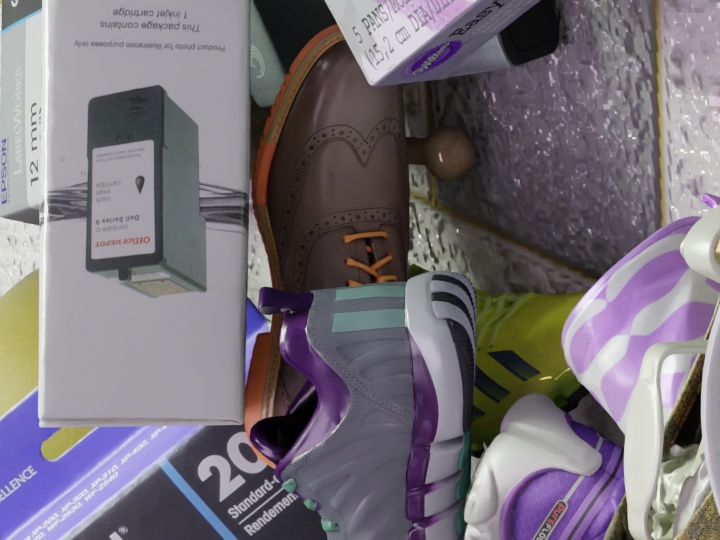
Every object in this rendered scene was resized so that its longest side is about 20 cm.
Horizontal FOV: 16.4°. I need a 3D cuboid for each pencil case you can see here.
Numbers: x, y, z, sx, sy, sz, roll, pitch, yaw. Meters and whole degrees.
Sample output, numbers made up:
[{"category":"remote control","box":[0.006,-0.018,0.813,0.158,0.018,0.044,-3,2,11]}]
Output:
[{"category":"pencil case","box":[0.156,0.072,0.886,0.086,0.084,0.200,-48,65,18]}]

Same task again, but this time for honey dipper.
[{"category":"honey dipper","box":[-0.015,-0.058,1.119,0.200,0.038,0.038,5,113,55]}]

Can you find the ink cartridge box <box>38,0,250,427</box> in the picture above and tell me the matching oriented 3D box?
[{"category":"ink cartridge box","box":[-0.088,-0.036,1.029,0.146,0.083,0.201,159,112,-85]}]

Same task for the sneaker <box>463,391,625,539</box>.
[{"category":"sneaker","box":[0.096,0.134,0.987,0.083,0.081,0.200,21,151,29]}]

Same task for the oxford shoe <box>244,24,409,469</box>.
[{"category":"oxford shoe","box":[0.000,0.000,1.025,0.073,0.071,0.201,33,126,52]}]

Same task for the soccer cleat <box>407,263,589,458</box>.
[{"category":"soccer cleat","box":[0.046,0.033,1.047,0.200,0.065,0.084,-26,90,61]}]

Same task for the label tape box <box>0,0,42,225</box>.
[{"category":"label tape box","box":[-0.136,-0.097,1.216,0.200,0.066,0.144,-12,77,57]}]

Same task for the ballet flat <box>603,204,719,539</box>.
[{"category":"ballet flat","box":[0.128,0.021,0.820,0.071,0.070,0.201,19,91,52]}]

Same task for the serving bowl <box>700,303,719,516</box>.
[{"category":"serving bowl","box":[0.207,0.040,0.749,0.199,0.066,0.201,7,109,20]}]

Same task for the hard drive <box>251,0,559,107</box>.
[{"category":"hard drive","box":[-0.003,-0.146,1.048,0.200,0.033,0.140,-3,106,58]}]

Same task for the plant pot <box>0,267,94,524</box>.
[{"category":"plant pot","box":[-0.101,0.106,1.235,0.141,0.200,0.201,13,122,25]}]

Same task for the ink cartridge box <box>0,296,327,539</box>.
[{"category":"ink cartridge box","box":[-0.080,0.127,1.137,0.200,0.198,0.043,49,-169,-10]}]

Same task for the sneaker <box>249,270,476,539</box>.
[{"category":"sneaker","box":[0.001,0.087,0.990,0.075,0.087,0.201,-83,-6,-61]}]

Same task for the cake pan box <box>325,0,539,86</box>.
[{"category":"cake pan box","box":[0.034,-0.190,0.886,0.200,0.052,0.185,-36,74,36]}]
